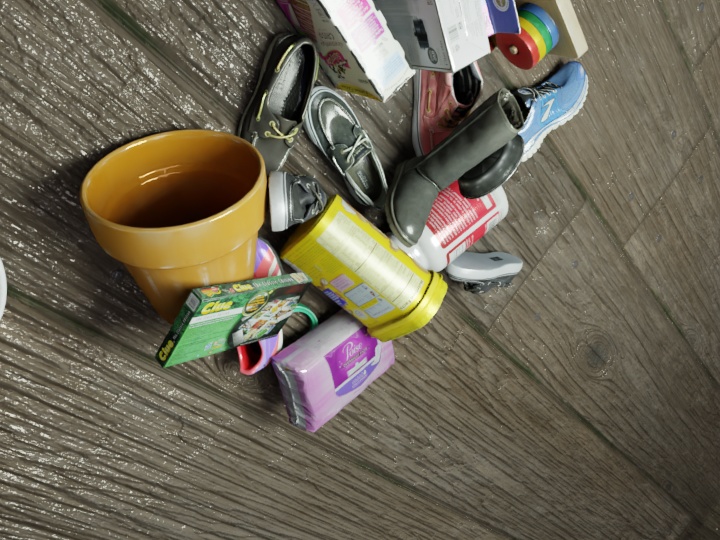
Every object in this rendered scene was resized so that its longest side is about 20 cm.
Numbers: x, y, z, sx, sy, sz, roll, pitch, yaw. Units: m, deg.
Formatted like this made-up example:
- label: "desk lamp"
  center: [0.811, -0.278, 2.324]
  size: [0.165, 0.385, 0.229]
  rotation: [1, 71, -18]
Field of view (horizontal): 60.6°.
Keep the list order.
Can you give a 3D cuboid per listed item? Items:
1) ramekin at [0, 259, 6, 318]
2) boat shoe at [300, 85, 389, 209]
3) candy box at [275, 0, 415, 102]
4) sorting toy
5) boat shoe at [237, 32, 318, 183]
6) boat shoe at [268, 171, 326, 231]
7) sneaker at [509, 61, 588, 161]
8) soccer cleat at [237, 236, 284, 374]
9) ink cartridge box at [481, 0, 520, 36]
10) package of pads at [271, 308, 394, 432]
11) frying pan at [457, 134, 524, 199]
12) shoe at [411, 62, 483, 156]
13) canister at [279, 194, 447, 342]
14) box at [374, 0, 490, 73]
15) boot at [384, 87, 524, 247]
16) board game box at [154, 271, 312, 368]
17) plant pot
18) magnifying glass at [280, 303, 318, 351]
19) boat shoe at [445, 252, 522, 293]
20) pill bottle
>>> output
- label: "ramekin"
  center: [-0.475, 0.006, 0.627]
  size: [0.199, 0.098, 0.202]
  rotation: [-12, 116, -27]
- label: "boat shoe"
  center: [-0.010, -0.169, 0.860]
  size: [0.072, 0.071, 0.200]
  rotation: [-43, 126, -9]
- label: "candy box"
  center: [-0.034, -0.307, 0.745]
  size: [0.061, 0.136, 0.200]
  rotation: [-45, 126, -5]
- label: "sorting toy"
  center: [0.176, -0.360, 0.815]
  size: [0.070, 0.199, 0.200]
  rotation: [-44, 127, -3]
- label: "boat shoe"
  center: [-0.107, -0.202, 0.791]
  size: [0.071, 0.061, 0.202]
  rotation: [8, 106, -34]
- label: "boat shoe"
  center: [-0.075, -0.090, 0.773]
  size: [0.066, 0.200, 0.070]
  rotation: [-2, 98, -1]
- label: "sneaker"
  center: [0.291, -0.270, 1.002]
  size: [0.200, 0.078, 0.089]
  rotation: [-48, 129, -5]
- label: "soccer cleat"
  center: [-0.147, 0.051, 0.858]
  size: [0.073, 0.068, 0.201]
  rotation: [-53, 149, -59]
- label: "ink cartridge box"
  center: [0.092, -0.377, 0.754]
  size: [0.043, 0.200, 0.197]
  rotation: [-36, 124, -14]
- label: "package of pads"
  center: [-0.037, 0.139, 0.943]
  size: [0.200, 0.075, 0.121]
  rotation: [-34, 127, -38]
- label: "frying pan"
  center: [0.185, -0.180, 0.893]
  size: [0.031, 0.191, 0.115]
  rotation: [36, 134, -28]
- label: "shoe"
  center: [0.127, -0.232, 0.906]
  size: [0.071, 0.091, 0.201]
  rotation: [-19, 119, -24]
- label: "canister"
  center: [0.000, 0.000, 0.857]
  size: [0.200, 0.148, 0.087]
  rotation: [39, 57, -14]
- label: "box"
  center: [0.063, -0.317, 0.762]
  size: [0.060, 0.200, 0.117]
  rotation: [-33, 122, -18]
- label: "boot"
  center: [0.129, -0.139, 0.840]
  size: [0.199, 0.183, 0.072]
  rotation: [-24, 133, 34]
- label: "board game box"
  center: [-0.146, 0.055, 0.745]
  size: [0.105, 0.023, 0.200]
  rotation: [-53, 159, 23]
- label: "plant pot"
  center: [-0.202, -0.037, 0.735]
  size: [0.199, 0.200, 0.184]
  rotation: [-23, 136, -22]
- label: "magnifying glass"
  center: [-0.078, 0.130, 0.977]
  size: [0.080, 0.022, 0.200]
  rotation: [-40, 127, -12]
- label: "boat shoe"
  center: [0.206, 0.009, 1.056]
  size: [0.199, 0.070, 0.067]
  rotation: [-8, 122, -50]
- label: "pill bottle"
  center: [0.124, -0.071, 0.960]
  size: [0.200, 0.112, 0.113]
  rotation: [-38, 125, -13]
